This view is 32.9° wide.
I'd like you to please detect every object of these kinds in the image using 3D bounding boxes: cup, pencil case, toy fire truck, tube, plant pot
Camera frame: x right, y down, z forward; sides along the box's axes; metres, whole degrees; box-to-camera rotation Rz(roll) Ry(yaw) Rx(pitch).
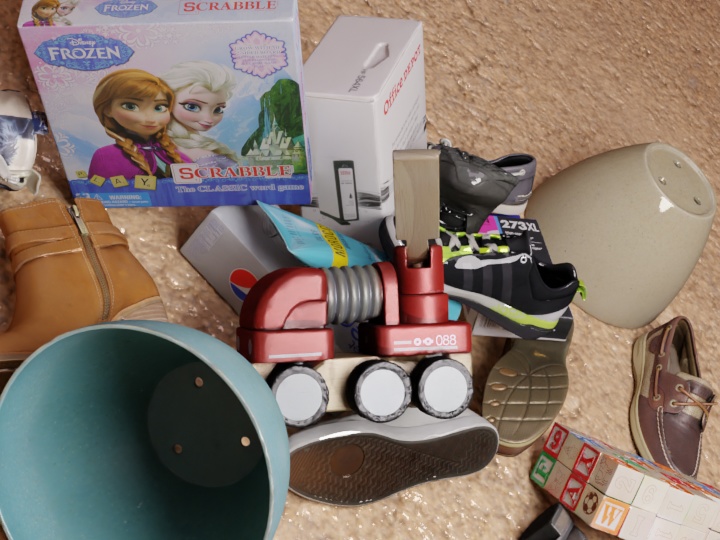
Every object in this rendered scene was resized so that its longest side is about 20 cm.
[{"bbox_3d":[0.303,-0.058,1.338,0.200,0.143,0.201,22,46,-24],"label":"cup"},{"bbox_3d":[-0.339,-0.100,0.913,0.200,0.078,0.089,-2,39,-40],"label":"pencil case"},{"bbox_3d":[0.000,0.013,0.925,0.176,0.129,0.200,-1,91,-16],"label":"toy fire truck"},{"bbox_3d":[0.000,0.000,1.029,0.200,0.050,0.077,26,12,-36],"label":"tube"},{"bbox_3d":[-0.130,0.122,0.835,0.200,0.200,0.135,48,19,5],"label":"plant pot"}]

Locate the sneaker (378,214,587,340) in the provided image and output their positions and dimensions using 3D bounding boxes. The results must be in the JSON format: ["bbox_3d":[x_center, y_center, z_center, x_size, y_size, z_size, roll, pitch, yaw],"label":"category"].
[{"bbox_3d":[0.109,-0.013,1.052,0.200,0.083,0.072,25,30,-26],"label":"sneaker"}]

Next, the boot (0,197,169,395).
[{"bbox_3d":[-0.235,0.015,0.902,0.200,0.077,0.155,-10,65,-45],"label":"boot"}]

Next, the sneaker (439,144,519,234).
[{"bbox_3d":[0.089,-0.053,1.101,0.076,0.200,0.091,24,85,5],"label":"sneaker"}]

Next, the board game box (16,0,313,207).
[{"bbox_3d":[-0.141,-0.128,0.945,0.200,0.200,0.041,-2,52,2],"label":"board game box"}]

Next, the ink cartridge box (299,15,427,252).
[{"bbox_3d":[0.003,-0.108,1.093,0.084,0.200,0.146,8,40,17],"label":"ink cartridge box"}]

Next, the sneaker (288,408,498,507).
[{"bbox_3d":[0.011,0.143,1.018,0.200,0.073,0.085,-1,24,-30],"label":"sneaker"}]

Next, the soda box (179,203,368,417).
[{"bbox_3d":[-0.056,0.024,1.047,0.200,0.063,0.068,47,41,3],"label":"soda box"}]

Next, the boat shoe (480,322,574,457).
[{"bbox_3d":[0.154,0.108,1.135,0.072,0.068,0.200,19,38,8],"label":"boat shoe"}]

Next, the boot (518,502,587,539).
[{"bbox_3d":[0.192,0.301,1.014,0.174,0.069,0.200,45,39,2],"label":"boot"}]

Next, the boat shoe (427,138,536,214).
[{"bbox_3d":[0.084,-0.112,1.243,0.200,0.063,0.073,13,34,-12],"label":"boat shoe"}]

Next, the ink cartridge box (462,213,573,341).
[{"bbox_3d":[0.138,-0.009,1.197,0.095,0.037,0.200,4,36,-12],"label":"ink cartridge box"}]

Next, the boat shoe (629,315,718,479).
[{"bbox_3d":[0.326,0.131,1.254,0.072,0.072,0.200,28,44,-17],"label":"boat shoe"}]

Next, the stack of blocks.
[{"bbox_3d":[0.269,0.212,1.108,0.200,0.059,0.115,23,3,-23],"label":"stack of blocks"}]
